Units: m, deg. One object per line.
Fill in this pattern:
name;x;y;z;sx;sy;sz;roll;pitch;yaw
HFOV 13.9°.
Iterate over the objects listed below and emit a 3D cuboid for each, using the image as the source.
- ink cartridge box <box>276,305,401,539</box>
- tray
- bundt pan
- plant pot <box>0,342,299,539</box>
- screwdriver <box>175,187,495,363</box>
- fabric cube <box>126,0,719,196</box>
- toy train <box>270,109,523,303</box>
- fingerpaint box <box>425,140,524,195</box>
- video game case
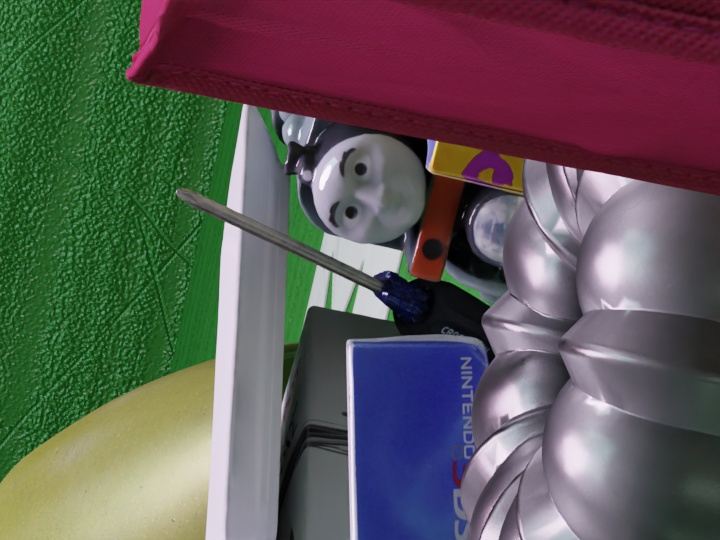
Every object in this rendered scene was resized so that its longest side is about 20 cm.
ink cartridge box;0.001;0.132;1.135;0.200;0.083;0.146;-90;13;-54
tray;-0.043;0.045;1.121;0.108;0.022;0.201;105;168;-58
bundt pan;0.076;0.022;0.752;0.202;0.075;0.203;-168;90;-82
plant pot;-0.059;0.117;1.373;0.200;0.187;0.188;-45;32;51
screwdriver;0.000;0.000;1.080;0.200;0.029;0.028;31;-136;-52
fabric cube;0.074;-0.119;0.499;0.200;0.195;0.200;171;110;-82
toy train;0.023;-0.053;1.122;0.200;0.114;0.086;-96;18;-68
fingerpaint box;0.073;-0.141;1.024;0.200;0.073;0.167;-92;16;-63
video game case;0.020;0.139;0.893;0.181;0.045;0.201;90;179;-74
